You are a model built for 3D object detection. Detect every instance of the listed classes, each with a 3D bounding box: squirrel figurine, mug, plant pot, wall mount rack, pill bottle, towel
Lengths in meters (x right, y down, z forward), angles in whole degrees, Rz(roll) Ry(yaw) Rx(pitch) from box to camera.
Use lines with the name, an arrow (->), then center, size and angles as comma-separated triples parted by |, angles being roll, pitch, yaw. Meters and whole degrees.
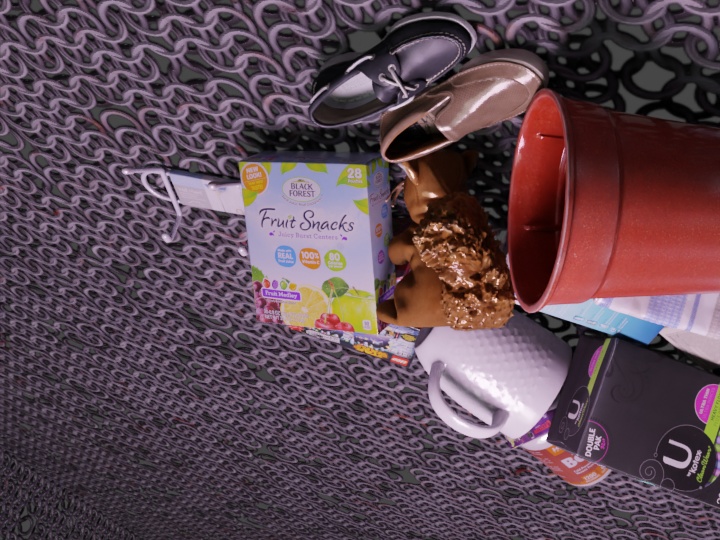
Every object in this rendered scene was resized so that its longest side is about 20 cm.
squirrel figurine -> 0.098, -0.036, 1.016 | 0.140, 0.189, 0.200 | -4, -174, -15
mug -> 0.157, 0.130, 1.252 | 0.175, 0.201, 0.148 | 33, 138, -4
plant pot -> 0.253, -0.058, 0.877 | 0.193, 0.202, 0.201 | 3, 151, -5
wall mount rack -> -0.208, -0.092, 1.215 | 0.198, 0.075, 0.174 | 10, 150, 14
pill bottle -> 0.293, 0.233, 1.435 | 0.112, 0.113, 0.200 | -13, 138, 44
towel -> 0.347, -0.010, 0.973 | 0.198, 0.148, 0.024 | 16, -176, 3

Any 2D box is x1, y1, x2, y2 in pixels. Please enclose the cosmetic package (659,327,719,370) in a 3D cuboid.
cosmetic package -> 0.444, 0.044, 1.063 | 0.103, 0.074, 0.199 | 35, 147, -27

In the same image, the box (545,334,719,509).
box -> 0.352, 0.179, 1.160 | 0.198, 0.150, 0.124 | 21, 176, -5

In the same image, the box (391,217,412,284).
box -> 0.000, 0.000, 1.226 | 0.198, 0.096, 0.100 | -1, 144, 31

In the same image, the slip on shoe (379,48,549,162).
slip on shoe -> 0.095, -0.156, 0.941 | 0.199, 0.061, 0.076 | -9, 140, 41

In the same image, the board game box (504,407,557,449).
board game box -> 0.303, 0.185, 1.304 | 0.199, 0.032, 0.120 | -18, 160, -26

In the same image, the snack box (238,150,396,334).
snack box -> -0.048, -0.035, 1.119 | 0.167, 0.068, 0.202 | 4, 109, 26

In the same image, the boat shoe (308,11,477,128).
boat shoe -> 0.027, -0.187, 0.929 | 0.075, 0.061, 0.199 | 36, 147, -28

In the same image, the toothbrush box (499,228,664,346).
toothbrush box -> 0.258, -0.008, 1.072 | 0.198, 0.086, 0.147 | 16, 152, 3

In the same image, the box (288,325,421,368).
box -> -0.005, 0.073, 1.412 | 0.198, 0.040, 0.137 | 18, 152, 2

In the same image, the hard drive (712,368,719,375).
hard drive -> 0.557, 0.152, 1.217 | 0.198, 0.038, 0.140 | 3, 147, 28
